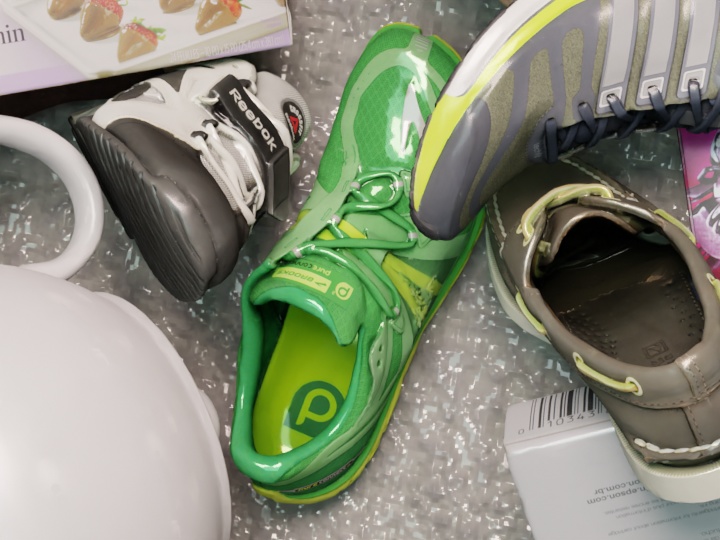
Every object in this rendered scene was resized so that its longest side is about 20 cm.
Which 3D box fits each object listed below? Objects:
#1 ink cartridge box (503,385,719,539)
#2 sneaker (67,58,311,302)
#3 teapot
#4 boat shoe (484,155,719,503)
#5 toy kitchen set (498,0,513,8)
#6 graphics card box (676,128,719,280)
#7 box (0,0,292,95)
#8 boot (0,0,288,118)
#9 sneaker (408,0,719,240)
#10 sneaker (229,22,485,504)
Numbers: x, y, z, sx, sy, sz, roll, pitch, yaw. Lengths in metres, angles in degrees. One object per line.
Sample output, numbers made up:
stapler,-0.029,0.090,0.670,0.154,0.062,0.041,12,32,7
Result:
ink cartridge box,0.175,0.119,0.810,0.195,0.043,0.201,-15,115,13
sneaker,-0.059,-0.048,0.815,0.088,0.200,0.074,-26,108,-5
teapot,-0.117,0.074,0.804,0.197,0.146,0.201,39,137,33
boat shoe,0.091,0.002,0.783,0.072,0.202,0.060,-26,126,-2
toy kitchen set,0.033,-0.227,0.783,0.163,0.180,0.200,-48,64,8
graphics card box,0.186,-0.048,0.823,0.125,0.051,0.201,-8,85,14
box,-0.125,-0.089,0.814,0.199,0.041,0.039,-12,99,-21
boot,-0.135,-0.166,0.893,0.165,0.072,0.201,-19,88,10
sneaker,0.100,-0.075,0.767,0.200,0.074,0.081,-41,78,-4
sneaker,0.000,0.000,0.850,0.074,0.084,0.201,17,92,14
